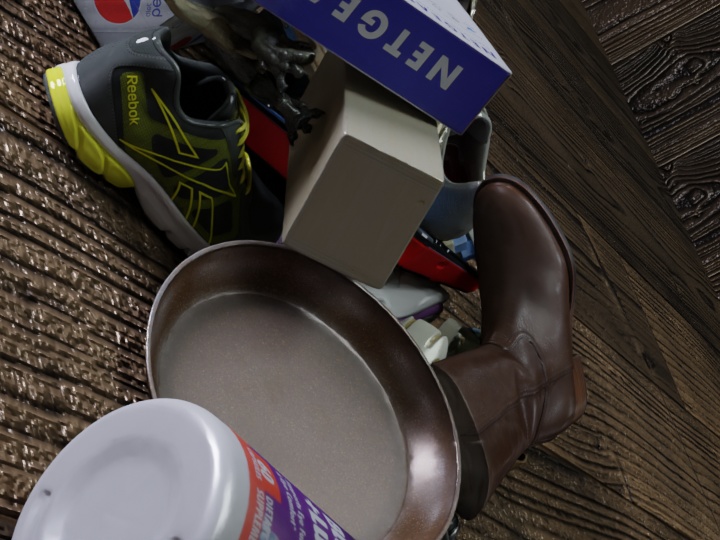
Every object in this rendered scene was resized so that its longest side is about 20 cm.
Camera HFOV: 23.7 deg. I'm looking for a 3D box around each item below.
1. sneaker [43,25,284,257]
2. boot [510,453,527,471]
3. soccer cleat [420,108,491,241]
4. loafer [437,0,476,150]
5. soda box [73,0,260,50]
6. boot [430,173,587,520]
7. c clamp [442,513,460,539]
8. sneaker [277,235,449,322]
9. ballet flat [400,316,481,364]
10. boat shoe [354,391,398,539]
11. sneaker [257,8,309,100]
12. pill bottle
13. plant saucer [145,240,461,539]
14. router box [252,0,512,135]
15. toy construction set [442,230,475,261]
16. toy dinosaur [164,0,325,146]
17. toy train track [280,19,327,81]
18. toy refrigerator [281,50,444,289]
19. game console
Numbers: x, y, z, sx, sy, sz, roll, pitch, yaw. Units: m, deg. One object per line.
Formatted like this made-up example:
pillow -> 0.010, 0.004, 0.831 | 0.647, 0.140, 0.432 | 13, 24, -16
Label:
sneaker -> -0.091, -0.067, 0.978 | 0.200, 0.084, 0.075 | 37, 31, -52
boot -> 0.051, 0.123, 1.117 | 0.074, 0.075, 0.200 | 67, 18, 11
soccer cleat -> 0.059, -0.120, 1.262 | 0.070, 0.086, 0.201 | 5, 62, -40
loafer -> 0.037, -0.149, 1.194 | 0.068, 0.075, 0.201 | 103, 1, -59
soda box -> -0.121, -0.185, 1.115 | 0.068, 0.063, 0.200 | 58, 17, -4
boot -> 0.076, 0.043, 1.085 | 0.200, 0.064, 0.187 | -24, 96, -58
c clamp -> 0.065, 0.222, 1.021 | 0.171, 0.027, 0.201 | -90, 162, -71
sneaker -> 0.000, 0.000, 1.157 | 0.100, 0.075, 0.200 | 64, 16, 12
ballet flat -> 0.038, 0.061, 1.134 | 0.074, 0.074, 0.200 | 64, 19, 9
boat shoe -> -0.009, 0.099, 0.988 | 0.072, 0.066, 0.201 | 42, 26, -47
sneaker -> -0.046, -0.154, 1.256 | 0.074, 0.087, 0.200 | 62, -11, 12
pill bottle -> -0.045, 0.150, 0.725 | 0.200, 0.111, 0.112 | 47, 22, -41
plant saucer -> -0.033, 0.076, 0.910 | 0.200, 0.032, 0.201 | 24, 46, -27
router box -> -0.023, -0.183, 1.004 | 0.200, 0.049, 0.180 | 29, 20, -32
toy construction set -> 0.047, -0.089, 1.368 | 0.131, 0.092, 0.201 | 98, -17, -75
toy dinosaur -> -0.061, -0.123, 0.955 | 0.088, 0.047, 0.200 | 46, 5, 19
toy train track -> -0.046, -0.196, 1.124 | 0.115, 0.032, 0.201 | -17, 81, -53
toy refrigerator -> 0.003, -0.072, 1.010 | 0.070, 0.076, 0.200 | 25, 22, -12
game console -> -0.012, -0.061, 1.163 | 0.200, 0.031, 0.177 | 41, 9, 22
